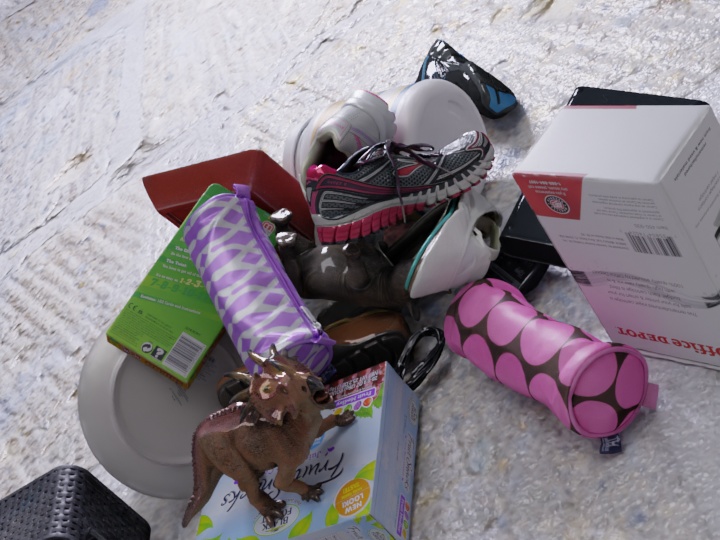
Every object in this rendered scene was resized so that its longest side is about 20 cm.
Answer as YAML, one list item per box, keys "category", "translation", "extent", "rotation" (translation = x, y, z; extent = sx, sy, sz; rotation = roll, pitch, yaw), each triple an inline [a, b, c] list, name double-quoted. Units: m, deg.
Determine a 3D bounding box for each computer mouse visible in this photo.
- category: "computer mouse"
  translation: [0.107, 0.043, 1.141]
  extent: [0.200, 0.034, 0.059]
  rotation: [-44, 43, 0]

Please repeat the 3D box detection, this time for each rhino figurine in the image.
- category: "rhino figurine"
  translation: [0.000, 0.000, 1.172]
  extent: [0.197, 0.088, 0.060]
  rotation: [11, 45, 26]

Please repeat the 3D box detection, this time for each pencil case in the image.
- category: "pencil case"
  translation: [-0.097, 0.020, 1.137]
  extent: [0.086, 0.083, 0.201]
  rotation: [-51, 57, 30]
- category: "pencil case"
  translation: [0.154, 0.071, 1.009]
  extent: [0.200, 0.092, 0.092]
  rotation: [35, 122, 57]

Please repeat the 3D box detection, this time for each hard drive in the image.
- category: "hard drive"
  translation: [0.230, -0.087, 1.128]
  extent: [0.138, 0.033, 0.201]
  rotation: [12, 58, 31]

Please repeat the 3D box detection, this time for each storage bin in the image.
- category: "storage bin"
  translation: [-0.317, 0.297, 1.185]
  extent: [0.198, 0.135, 0.094]
  rotation: [-31, 33, 15]

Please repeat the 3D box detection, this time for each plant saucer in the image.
- category: "plant saucer"
  translation: [-0.119, -0.050, 1.340]
  extent: [0.198, 0.200, 0.037]
  rotation: [-8, 54, 41]

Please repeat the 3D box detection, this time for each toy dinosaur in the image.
- category: "toy dinosaur"
  translation: [-0.090, 0.135, 1.015]
  extent: [0.198, 0.136, 0.086]
  rotation: [-29, 35, 19]

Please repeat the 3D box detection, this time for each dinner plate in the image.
- category: "dinner plate"
  translation: [-0.181, 0.126, 1.202]
  extent: [0.201, 0.200, 0.024]
  rotation: [-48, 5, -12]

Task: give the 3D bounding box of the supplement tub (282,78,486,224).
- category: "supplement tub"
  translation: [0.025, -0.121, 1.317]
  extent: [0.198, 0.145, 0.146]
  rotation: [-5, 46, 43]

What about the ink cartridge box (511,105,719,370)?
- category: "ink cartridge box"
  translation: [0.230, -0.026, 0.934]
  extent: [0.146, 0.201, 0.083]
  rotation: [10, 54, 51]

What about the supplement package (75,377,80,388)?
- category: "supplement package"
  translation: [-0.186, 0.098, 1.291]
  extent: [0.200, 0.120, 0.121]
  rotation: [-48, 24, -11]

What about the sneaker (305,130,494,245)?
- category: "sneaker"
  translation: [0.041, -0.091, 1.127]
  extent: [0.198, 0.076, 0.080]
  rotation: [-25, 12, -26]

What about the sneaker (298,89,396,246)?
- category: "sneaker"
  translation: [-0.025, -0.078, 1.216]
  extent: [0.081, 0.203, 0.088]
  rotation: [24, 34, 31]

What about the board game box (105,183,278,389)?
- category: "board game box"
  translation: [-0.160, 0.011, 1.208]
  extent: [0.201, 0.095, 0.030]
  rotation: [-59, -5, -24]

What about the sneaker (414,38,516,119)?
- category: "sneaker"
  translation: [0.117, -0.202, 1.403]
  extent: [0.082, 0.073, 0.200]
  rotation: [-54, 25, 9]

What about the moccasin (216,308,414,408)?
- category: "moccasin"
  translation: [-0.046, 0.088, 1.187]
  extent: [0.199, 0.074, 0.078]
  rotation: [-26, 26, 3]

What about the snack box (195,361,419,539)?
- category: "snack box"
  translation: [-0.048, 0.192, 1.091]
  extent: [0.198, 0.068, 0.170]
  rotation: [-23, 37, 28]

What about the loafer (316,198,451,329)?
- category: "loafer"
  translation: [0.030, 0.000, 1.235]
  extent: [0.199, 0.070, 0.070]
  rotation: [-38, 31, 6]

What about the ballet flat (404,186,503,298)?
- category: "ballet flat"
  translation: [0.095, -0.024, 1.106]
  extent: [0.069, 0.070, 0.200]
  rotation: [-24, 14, 25]
